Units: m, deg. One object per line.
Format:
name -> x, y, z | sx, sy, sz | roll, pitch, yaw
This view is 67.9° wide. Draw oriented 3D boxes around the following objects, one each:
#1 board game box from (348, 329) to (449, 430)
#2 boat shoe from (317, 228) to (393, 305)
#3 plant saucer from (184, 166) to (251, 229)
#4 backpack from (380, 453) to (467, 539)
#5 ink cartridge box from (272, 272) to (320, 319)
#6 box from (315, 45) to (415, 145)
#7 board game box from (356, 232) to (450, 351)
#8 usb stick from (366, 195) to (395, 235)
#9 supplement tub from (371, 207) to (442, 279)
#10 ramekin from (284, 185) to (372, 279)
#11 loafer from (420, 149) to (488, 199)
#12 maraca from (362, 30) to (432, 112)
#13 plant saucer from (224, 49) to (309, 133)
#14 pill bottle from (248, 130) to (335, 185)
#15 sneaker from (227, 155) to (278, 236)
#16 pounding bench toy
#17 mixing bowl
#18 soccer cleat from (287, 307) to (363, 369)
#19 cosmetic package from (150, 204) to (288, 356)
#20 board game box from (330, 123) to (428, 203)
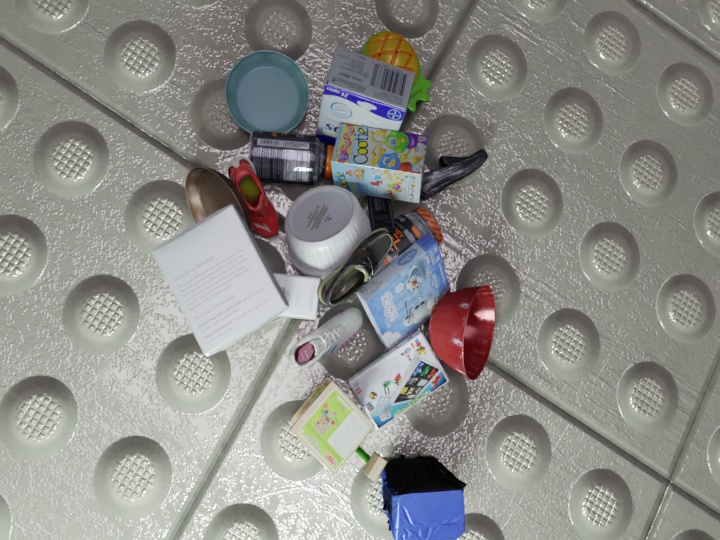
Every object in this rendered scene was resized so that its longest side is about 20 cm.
board game box -> 0.085, 0.244, 1.188 | 0.196, 0.035, 0.129 | -33, 96, 0
boat shoe -> -0.001, 0.000, 1.078 | 0.200, 0.066, 0.073 | -43, 119, -9
plant saucer -> -0.298, -0.128, 1.140 | 0.202, 0.200, 0.034 | 51, 49, 2
backpack -> 0.114, 0.483, 1.109 | 0.155, 0.200, 0.176 | 4, 93, -9
ink cartridge box -> -0.186, 0.053, 1.143 | 0.191, 0.145, 0.087 | 8, 83, -5
box -> 0.005, -0.357, 1.176 | 0.177, 0.201, 0.109 | 16, 68, -4
board game box -> 0.103, 0.054, 1.163 | 0.197, 0.202, 0.043 | -39, 49, -10
usb stick -> 0.043, -0.153, 1.198 | 0.053, 0.033, 0.205 | -5, 50, 0
supplement tub -> 0.084, -0.042, 1.198 | 0.198, 0.123, 0.124 | -39, 89, -10
ramekin -> -0.074, -0.091, 1.148 | 0.194, 0.096, 0.208 | -7, 53, 10
loafer -> 0.211, -0.240, 1.262 | 0.196, 0.068, 0.072 | -29, 97, -6
maraca -> 0.085, -0.466, 1.251 | 0.135, 0.107, 0.203 | -36, 89, -10
plant saucer -> -0.216, -0.405, 1.243 | 0.191, 0.036, 0.209 | 1, 84, -8
pill bottle -> -0.149, -0.249, 1.199 | 0.191, 0.106, 0.111 | 3, 83, -7
sneaker -> -0.229, -0.142, 1.147 | 0.075, 0.086, 0.203 | -28, 132, -5
pounding bench toy -> -0.038, 0.344, 1.123 | 0.200, 0.156, 0.124 | 45, 80, 0
mixing bowl -> 0.217, 0.126, 1.180 | 0.105, 0.199, 0.208 | 9, 80, 31
soccer cleat -> -0.072, 0.153, 1.175 | 0.197, 0.086, 0.071 | -35, 89, -10
cosmetic package -> -0.245, 0.021, 0.981 | 0.163, 0.167, 0.205 | -30, 88, -7
board game box -> 0.042, -0.232, 1.160 | 0.192, 0.106, 0.107 | 9, 64, 7
